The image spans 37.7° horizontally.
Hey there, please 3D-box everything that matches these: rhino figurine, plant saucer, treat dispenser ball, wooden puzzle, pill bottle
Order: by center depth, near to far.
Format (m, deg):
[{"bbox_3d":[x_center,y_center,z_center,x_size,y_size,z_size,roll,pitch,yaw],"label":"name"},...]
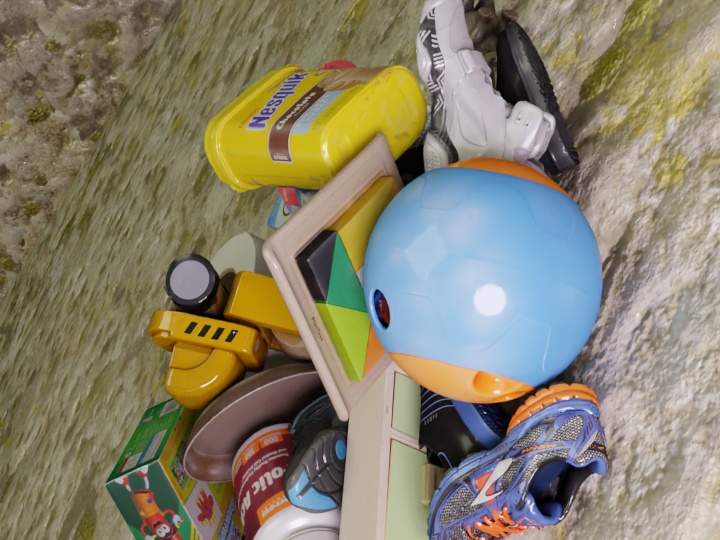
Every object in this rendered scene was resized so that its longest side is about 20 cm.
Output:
[{"bbox_3d":[0.101,0.008,0.879,0.201,0.199,0.203,-43,33,38],"label":"treat dispenser ball"},{"bbox_3d":[0.007,0.003,0.946,0.037,0.187,0.200,1,37,38],"label":"wooden puzzle"},{"bbox_3d":[-0.064,0.257,1.079,0.115,0.113,0.200,-58,26,15],"label":"pill bottle"},{"bbox_3d":[-0.106,0.162,1.155,0.201,0.199,0.032,-49,57,30],"label":"plant saucer"},{"bbox_3d":[0.141,-0.256,1.193,0.202,0.059,0.088,-95,20,-45],"label":"rhino figurine"}]

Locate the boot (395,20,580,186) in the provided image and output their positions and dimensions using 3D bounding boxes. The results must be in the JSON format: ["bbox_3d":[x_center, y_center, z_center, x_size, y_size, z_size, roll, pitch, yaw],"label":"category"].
[{"bbox_3d":[0.097,-0.132,1.045,0.198,0.065,0.167,-26,66,25],"label":"boot"}]

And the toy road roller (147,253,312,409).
[{"bbox_3d":[-0.132,0.081,1.139,0.123,0.197,0.148,79,-156,-72],"label":"toy road roller"}]

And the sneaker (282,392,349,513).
[{"bbox_3d":[-0.038,0.180,1.059,0.081,0.074,0.200,-11,16,24],"label":"sneaker"}]

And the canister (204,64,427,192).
[{"bbox_3d":[-0.046,-0.143,1.060,0.199,0.087,0.148,9,46,49],"label":"canister"}]

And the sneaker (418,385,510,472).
[{"bbox_3d":[0.078,0.127,0.971,0.078,0.070,0.200,-56,24,15],"label":"sneaker"}]

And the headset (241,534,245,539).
[{"bbox_3d":[-0.140,0.392,1.186,0.123,0.094,0.201,-28,29,53],"label":"headset"}]

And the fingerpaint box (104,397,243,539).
[{"bbox_3d":[-0.203,0.257,1.214,0.073,0.168,0.200,-24,14,8],"label":"fingerpaint box"}]

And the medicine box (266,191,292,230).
[{"bbox_3d":[-0.010,-0.111,1.311,0.199,0.102,0.184,14,81,65],"label":"medicine box"}]

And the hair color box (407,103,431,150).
[{"bbox_3d":[0.054,-0.123,1.133,0.199,0.064,0.112,25,91,32],"label":"hair color box"}]

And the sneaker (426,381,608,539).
[{"bbox_3d":[0.122,0.178,0.842,0.201,0.075,0.079,-54,31,25],"label":"sneaker"}]

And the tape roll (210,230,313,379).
[{"bbox_3d":[-0.126,0.073,1.332,0.203,0.138,0.205,-44,32,37],"label":"tape roll"}]

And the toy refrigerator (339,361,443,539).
[{"bbox_3d":[0.033,0.192,0.995,0.070,0.075,0.202,-38,36,43],"label":"toy refrigerator"}]

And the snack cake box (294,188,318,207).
[{"bbox_3d":[0.000,0.000,1.094,0.066,0.202,0.115,-23,27,-9],"label":"snack cake box"}]

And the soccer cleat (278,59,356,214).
[{"bbox_3d":[-0.050,-0.160,1.245,0.077,0.066,0.202,106,-179,-63],"label":"soccer cleat"}]

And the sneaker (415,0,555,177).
[{"bbox_3d":[0.116,-0.160,0.962,0.113,0.075,0.203,-3,91,21],"label":"sneaker"}]
